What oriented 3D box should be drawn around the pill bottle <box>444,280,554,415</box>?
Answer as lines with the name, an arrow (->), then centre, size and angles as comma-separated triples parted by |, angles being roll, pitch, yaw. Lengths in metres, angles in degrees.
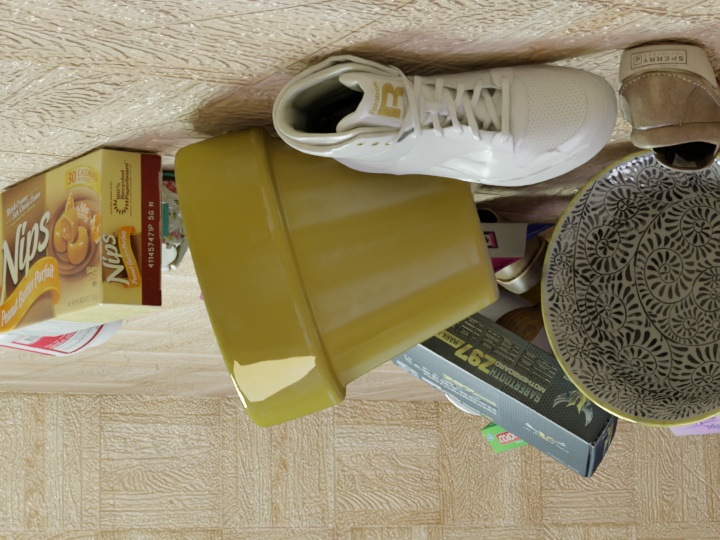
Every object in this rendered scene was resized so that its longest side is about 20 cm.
pill bottle -> 0.136, 0.057, 1.748 | 0.110, 0.112, 0.200 | -4, -160, 20

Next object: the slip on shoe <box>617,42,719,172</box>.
slip on shoe -> 0.205, -0.091, 1.180 | 0.075, 0.061, 0.200 | -3, 171, 15

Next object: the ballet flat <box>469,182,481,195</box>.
ballet flat -> 0.034, -0.043, 1.482 | 0.066, 0.057, 0.199 | 7, 164, -30

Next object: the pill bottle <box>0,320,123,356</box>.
pill bottle -> -0.289, 0.018, 1.680 | 0.111, 0.114, 0.200 | -4, 171, 18

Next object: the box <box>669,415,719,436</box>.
box -> 0.290, 0.034, 1.569 | 0.200, 0.097, 0.175 | 48, 149, -19

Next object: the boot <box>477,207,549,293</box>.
boot -> 0.105, -0.024, 1.676 | 0.075, 0.074, 0.200 | 38, 168, -13

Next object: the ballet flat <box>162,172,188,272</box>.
ballet flat -> -0.167, -0.032, 1.527 | 0.075, 0.065, 0.200 | -1, 172, -3

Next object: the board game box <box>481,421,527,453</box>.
board game box -> 0.214, 0.092, 1.713 | 0.199, 0.029, 0.134 | -36, -179, -22

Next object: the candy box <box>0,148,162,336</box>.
candy box -> -0.219, -0.017, 1.436 | 0.055, 0.117, 0.199 | 5, 170, -32

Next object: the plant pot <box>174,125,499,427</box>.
plant pot -> -0.010, -0.015, 1.288 | 0.187, 0.203, 0.201 | -17, 171, 2

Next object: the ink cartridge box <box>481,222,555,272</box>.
ink cartridge box -> 0.059, -0.009, 1.498 | 0.199, 0.037, 0.094 | -4, 162, -38

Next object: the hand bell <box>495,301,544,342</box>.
hand bell -> 0.167, 0.033, 1.634 | 0.103, 0.105, 0.199 | -8, -168, 37

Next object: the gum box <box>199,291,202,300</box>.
gum box -> -0.045, 0.019, 1.755 | 0.199, 0.067, 0.113 | 7, -169, -45

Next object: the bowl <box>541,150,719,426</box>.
bowl -> 0.242, 0.016, 1.379 | 0.199, 0.203, 0.094 | -6, 170, 31

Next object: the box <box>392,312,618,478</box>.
box -> 0.110, 0.085, 1.485 | 0.199, 0.051, 0.158 | 30, 169, 12

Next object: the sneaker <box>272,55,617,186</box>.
sneaker -> 0.045, -0.091, 1.121 | 0.198, 0.075, 0.115 | -4, 174, 28
